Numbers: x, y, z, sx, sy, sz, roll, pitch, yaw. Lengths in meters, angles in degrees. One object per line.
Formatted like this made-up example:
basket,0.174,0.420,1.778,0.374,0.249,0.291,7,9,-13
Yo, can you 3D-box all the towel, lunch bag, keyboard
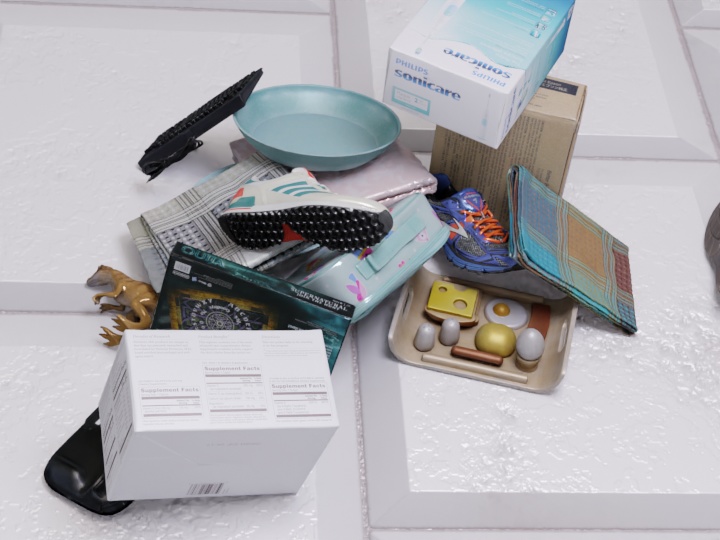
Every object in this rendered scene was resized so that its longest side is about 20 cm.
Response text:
towel,0.245,-0.024,1.732,0.200,0.022,0.147,31,41,-28
lunch bag,0.000,0.000,1.662,0.077,0.160,0.200,54,51,-8
towel,-0.156,-0.050,1.693,0.200,0.035,0.193,-29,42,-6
keyboard,-0.202,-0.169,1.801,0.021,0.200,0.127,44,43,-20
towel,-0.035,-0.122,1.798,0.190,0.032,0.200,-19,40,-18

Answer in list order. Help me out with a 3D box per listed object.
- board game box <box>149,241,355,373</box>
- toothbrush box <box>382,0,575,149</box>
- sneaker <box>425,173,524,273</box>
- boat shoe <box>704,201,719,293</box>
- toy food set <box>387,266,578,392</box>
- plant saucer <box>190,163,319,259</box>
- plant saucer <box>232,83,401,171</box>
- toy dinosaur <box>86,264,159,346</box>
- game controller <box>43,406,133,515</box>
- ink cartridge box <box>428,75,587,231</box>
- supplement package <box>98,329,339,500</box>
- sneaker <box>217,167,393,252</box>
board game box,-0.118,0.062,1.586,0.199,0.136,0.028,21,33,0
toothbrush box,0.134,-0.248,1.690,0.146,0.085,0.200,23,49,14
sneaker,0.124,-0.053,1.745,0.075,0.079,0.200,-10,29,-39
boat shoe,0.465,-0.022,1.813,0.073,0.075,0.200,28,39,-15
toy food set,0.141,0.051,1.699,0.199,0.061,0.144,13,46,5
plant saucer,-0.111,-0.061,1.781,0.200,0.039,0.201,0,38,0
plant saucer,-0.052,-0.164,1.778,0.199,0.036,0.200,5,29,-3
toy dinosaur,-0.229,0.043,1.664,0.200,0.061,0.106,26,48,18
game controller,-0.235,0.169,1.564,0.104,0.042,0.200,17,45,29
ink cartridge box,0.170,-0.145,1.793,0.164,0.200,0.075,15,47,7
supplement package,-0.143,0.142,1.480,0.199,0.156,0.111,1,57,-20
sneaker,-0.052,-0.075,1.600,0.199,0.070,0.094,-1,48,28
